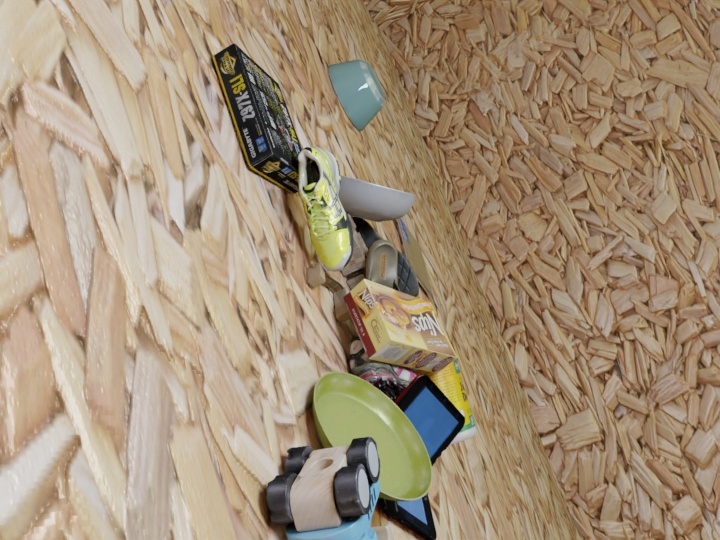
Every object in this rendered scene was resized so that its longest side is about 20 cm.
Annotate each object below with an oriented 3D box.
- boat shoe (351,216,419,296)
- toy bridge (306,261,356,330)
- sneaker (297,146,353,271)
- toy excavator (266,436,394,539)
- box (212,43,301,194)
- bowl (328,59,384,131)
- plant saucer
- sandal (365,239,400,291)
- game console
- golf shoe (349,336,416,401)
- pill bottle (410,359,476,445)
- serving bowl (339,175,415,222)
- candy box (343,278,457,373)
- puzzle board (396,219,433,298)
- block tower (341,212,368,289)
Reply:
[{"bbox_3d":[0.043,-0.022,1.321,0.201,0.075,0.074,51,2,11],"label":"boat shoe"},{"bbox_3d":[-0.029,0.055,1.107,0.201,0.027,0.068,55,16,-34],"label":"toy bridge"},{"bbox_3d":[-0.065,-0.097,1.058,0.076,0.074,0.205,12,62,-61],"label":"sneaker"},{"bbox_3d":[-0.013,0.284,0.738,0.194,0.097,0.206,-42,120,-75],"label":"toy excavator"},{"bbox_3d":[-0.154,-0.240,1.088,0.204,0.048,0.159,70,13,14],"label":"box"},{"bbox_3d":[0.000,-0.513,1.911,0.203,0.103,0.203,56,17,-27],"label":"bowl"},{"bbox_3d":[0.010,0.220,0.881,0.198,0.031,0.201,36,22,-16],"label":"plant saucer"},{"bbox_3d":[0.045,0.048,1.191,0.054,0.078,0.206,2,-89,62],"label":"sandal"},{"bbox_3d":[0.100,0.289,1.025,0.200,0.117,0.175,48,22,-46],"label":"game console"},{"bbox_3d":[0.045,0.164,1.109,0.200,0.071,0.094,39,28,-58],"label":"golf shoe"},{"bbox_3d":[0.132,0.212,1.225,0.112,0.110,0.205,15,58,-70],"label":"pill bottle"},{"bbox_3d":[0.004,-0.134,1.279,0.200,0.195,0.068,-8,114,-74],"label":"serving bowl"},{"bbox_3d":[0.068,0.094,1.096,0.198,0.055,0.117,21,37,-50],"label":"candy box"},{"bbox_3d":[0.145,-0.039,1.861,0.151,0.017,0.203,49,22,-45],"label":"puzzle board"},{"bbox_3d":[0.000,0.000,1.239,0.203,0.053,0.058,63,16,-14],"label":"block tower"}]
